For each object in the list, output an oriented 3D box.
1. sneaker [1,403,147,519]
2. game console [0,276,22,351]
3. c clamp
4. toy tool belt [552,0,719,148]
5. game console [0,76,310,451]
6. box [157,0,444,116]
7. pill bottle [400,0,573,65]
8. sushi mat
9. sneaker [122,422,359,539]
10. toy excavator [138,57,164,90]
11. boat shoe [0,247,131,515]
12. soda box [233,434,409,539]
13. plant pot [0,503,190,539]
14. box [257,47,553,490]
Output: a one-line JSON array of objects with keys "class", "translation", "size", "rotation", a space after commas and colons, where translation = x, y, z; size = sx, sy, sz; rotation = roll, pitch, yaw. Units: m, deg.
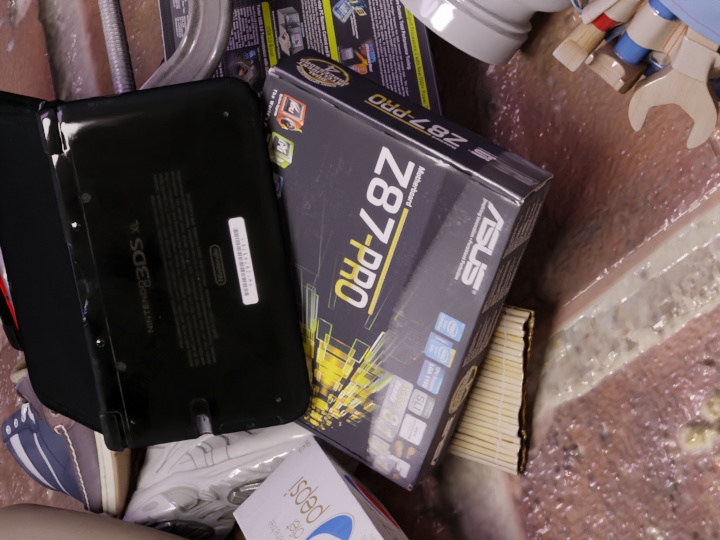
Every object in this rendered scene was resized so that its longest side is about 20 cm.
[{"class": "sneaker", "translation": [-0.198, 0.066, 1.417], "size": [0.108, 0.070, 0.200], "rotation": [7, 110, 52]}, {"class": "game console", "translation": [-0.219, -0.054, 1.467], "size": [0.172, 0.200, 0.119], "rotation": [2, 38, 26]}, {"class": "c clamp", "translation": [-0.134, -0.147, 1.269], "size": [0.171, 0.027, 0.200], "rotation": [-37, 52, 41]}, {"class": "toy tool belt", "translation": [0.165, -0.132, 1.102], "size": [0.200, 0.125, 0.123], "rotation": [48, 132, 8]}, {"class": "game console", "translation": [-0.127, -0.012, 1.205], "size": [0.116, 0.176, 0.200], "rotation": [-92, -7, -73]}, {"class": "box", "translation": [-0.036, -0.128, 1.274], "size": [0.160, 0.044, 0.200], "rotation": [-11, 62, 3]}, {"class": "pill bottle", "translation": [0.107, -0.219, 1.197], "size": [0.200, 0.109, 0.109], "rotation": [-54, 44, 20]}, {"class": "sushi mat", "translation": [0.025, 0.052, 1.238], "size": [0.200, 0.012, 0.096], "rotation": [14, 108, 47]}, {"class": "sneaker", "translation": [-0.078, 0.104, 1.312], "size": [0.200, 0.078, 0.099], "rotation": [-23, 57, 40]}, {"class": "toy excavator", "translation": [-0.060, -0.064, 1.336], "size": [0.100, 0.200, 0.194], "rotation": [-50, 4, -16]}, {"class": "boat shoe", "translation": [-0.186, 0.060, 1.321], "size": [0.072, 0.065, 0.200], "rotation": [-92, -6, -70]}, {"class": "soda box", "translation": [-0.009, 0.160, 1.144], "size": [0.068, 0.064, 0.200], "rotation": [-45, 18, 0]}, {"class": "plant pot", "translation": [-0.125, 0.233, 1.259], "size": [0.200, 0.187, 0.187], "rotation": [-4, 73, 32]}, {"class": "box", "translation": [0.000, 0.000, 1.174], "size": [0.161, 0.049, 0.200], "rotation": [29, 121, 15]}]
